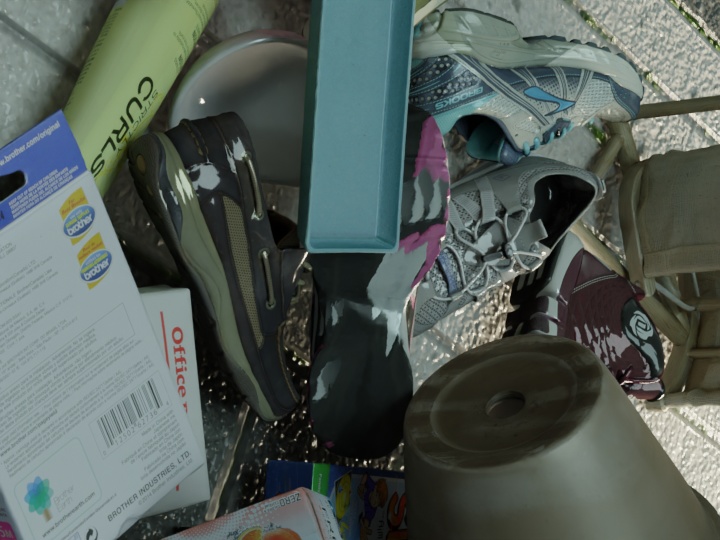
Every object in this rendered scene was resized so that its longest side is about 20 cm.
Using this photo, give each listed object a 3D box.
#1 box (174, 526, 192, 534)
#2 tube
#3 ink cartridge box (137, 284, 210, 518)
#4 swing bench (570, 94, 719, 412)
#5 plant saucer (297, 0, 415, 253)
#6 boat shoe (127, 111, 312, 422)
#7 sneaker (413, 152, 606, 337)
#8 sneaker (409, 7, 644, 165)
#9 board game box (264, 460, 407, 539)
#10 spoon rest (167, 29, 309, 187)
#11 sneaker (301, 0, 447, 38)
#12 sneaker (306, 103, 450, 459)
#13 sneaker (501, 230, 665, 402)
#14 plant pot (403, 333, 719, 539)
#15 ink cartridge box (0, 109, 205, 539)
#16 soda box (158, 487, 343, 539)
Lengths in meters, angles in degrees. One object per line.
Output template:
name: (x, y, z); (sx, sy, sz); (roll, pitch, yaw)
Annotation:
box: (-0.031, 0.219, 1.146); (0.050, 0.199, 0.159); (11, 80, -40)
tube: (-0.132, -0.084, 1.153); (0.058, 0.052, 0.201); (46, 57, -36)
ink cartridge box: (-0.146, 0.071, 1.121); (0.199, 0.067, 0.117); (-10, 96, -47)
swing bench: (0.263, -0.013, 1.473); (0.201, 0.198, 0.130); (58, 48, -30)
plant saucer: (-0.002, -0.110, 1.167); (0.070, 0.019, 0.202); (0, 97, -44)
boat shoe: (-0.060, 0.000, 1.179); (0.073, 0.075, 0.201); (-27, 132, -9)
sneaker: (0.075, -0.023, 1.354); (0.200, 0.082, 0.075); (-40, 117, -38)
sneaker: (0.100, -0.107, 1.398); (0.199, 0.077, 0.087); (9, 84, -37)
board game box: (-0.012, 0.215, 1.274); (0.135, 0.034, 0.202); (12, 80, -57)
spoon rest: (-0.027, -0.082, 1.248); (0.199, 0.099, 0.061); (17, 34, -49)
sneaker: (0.038, -0.204, 1.295); (0.067, 0.090, 0.200); (32, 50, 6)
sneaker: (0.000, 0.000, 1.249); (0.080, 0.086, 0.201); (10, 102, -6)
sneaker: (0.142, 0.080, 1.406); (0.115, 0.076, 0.201); (27, 67, -17)
plant pot: (0.103, 0.138, 1.235); (0.200, 0.199, 0.174); (-48, 130, -37)
ink cartridge box: (-0.154, 0.038, 1.033); (0.119, 0.042, 0.201); (-39, 122, -40)
soda box: (-0.102, 0.171, 1.066); (0.068, 0.199, 0.064); (43, 28, -75)
